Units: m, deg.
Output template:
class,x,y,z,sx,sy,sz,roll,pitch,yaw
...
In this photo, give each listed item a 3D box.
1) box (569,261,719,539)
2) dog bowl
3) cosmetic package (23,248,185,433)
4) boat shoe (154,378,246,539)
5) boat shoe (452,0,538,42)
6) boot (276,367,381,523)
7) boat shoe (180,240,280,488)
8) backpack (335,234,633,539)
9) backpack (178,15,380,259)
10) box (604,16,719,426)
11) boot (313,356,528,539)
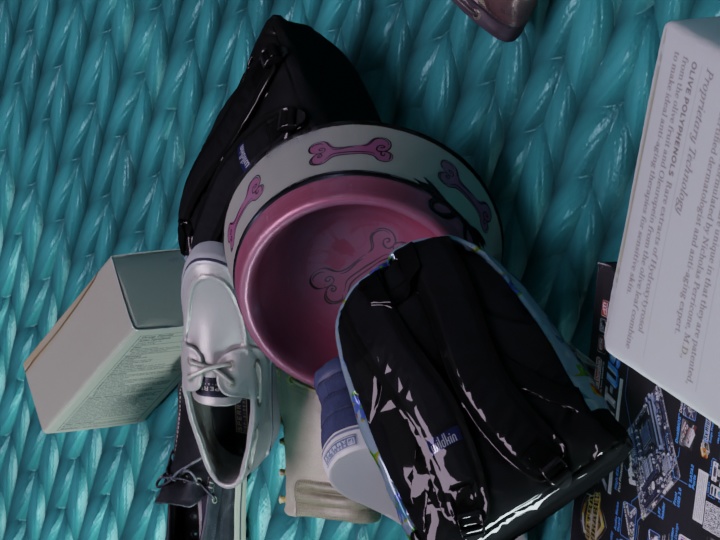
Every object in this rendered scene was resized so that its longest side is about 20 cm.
class,x,y,z,sx,sy,sz,roll,pitch,yaw
box,0.209,0.113,1.585,0.198,0.049,0.201,29,117,60
dog bowl,0.000,0.000,1.752,0.074,0.199,0.201,-85,13,-56
cosmetic package,-0.198,0.061,2.140,0.200,0.103,0.073,-46,57,47
boat shoe,-0.136,0.179,2.103,0.074,0.062,0.201,2,95,57
boat shoe,0.055,-0.227,1.759,0.200,0.072,0.065,43,123,37
boot,-0.048,0.109,1.959,0.200,0.072,0.156,14,108,54
boat shoe,-0.102,0.073,1.858,0.072,0.066,0.201,11,130,14
backpack,0.066,0.077,1.636,0.163,0.154,0.200,-36,77,8
backpack,-0.061,-0.060,1.887,0.200,0.153,0.164,-45,47,27
box,0.270,-0.022,1.360,0.171,0.198,0.201,35,124,48
boot,0.045,0.135,1.755,0.073,0.200,0.091,-32,42,21
